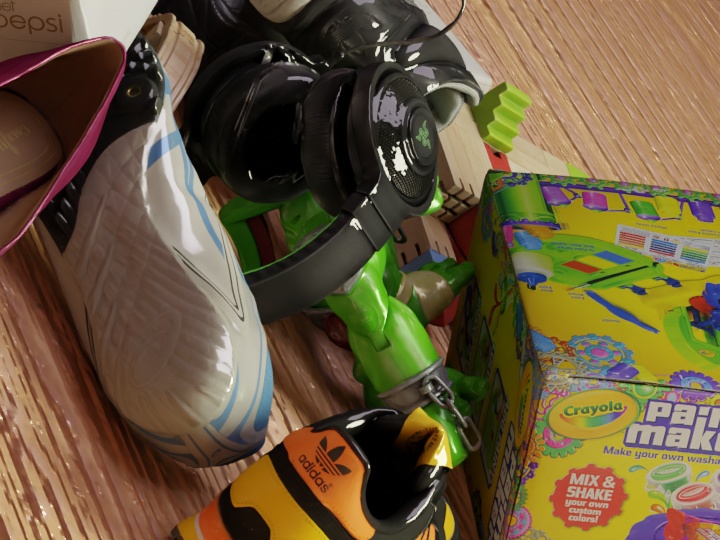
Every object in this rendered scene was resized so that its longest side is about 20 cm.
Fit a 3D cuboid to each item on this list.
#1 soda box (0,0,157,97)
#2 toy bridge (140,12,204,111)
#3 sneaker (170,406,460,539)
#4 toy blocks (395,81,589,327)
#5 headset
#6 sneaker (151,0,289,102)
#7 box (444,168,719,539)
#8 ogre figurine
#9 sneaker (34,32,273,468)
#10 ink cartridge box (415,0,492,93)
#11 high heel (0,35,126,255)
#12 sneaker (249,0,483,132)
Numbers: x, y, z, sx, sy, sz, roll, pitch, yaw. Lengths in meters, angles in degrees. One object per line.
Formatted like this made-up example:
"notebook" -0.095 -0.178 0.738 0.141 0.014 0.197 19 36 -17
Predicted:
"soda box" -0.108 -0.151 1.036 0.200 0.068 0.064 -67 156 -49
"toy bridge" -0.099 -0.081 1.127 0.027 0.067 0.200 42 19 -15
"sneaker" 0.010 0.091 0.977 0.070 0.090 0.200 53 18 16
"toy blocks" 0.072 -0.015 1.388 0.200 0.100 0.137 26 39 -49
"headset" -0.023 -0.069 1.073 0.123 0.200 0.094 14 -31 41
"sneaker" -0.082 -0.126 1.286 0.201 0.076 0.091 57 9 4
"box" 0.155 0.058 1.197 0.199 0.123 0.193 7 28 -9
"ogre figurine" 0.000 0.000 1.160 0.120 0.098 0.201 58 27 -31
"sneaker" -0.086 -0.011 0.996 0.073 0.072 0.201 62 7 -61
"ink cartridge box" -0.024 -0.184 1.581 0.200 0.043 0.196 50 18 18
"high heel" -0.138 -0.032 0.875 0.067 0.096 0.200 44 17 -11
"sneaker" 0.005 -0.115 1.249 0.114 0.075 0.200 56 12 -7
